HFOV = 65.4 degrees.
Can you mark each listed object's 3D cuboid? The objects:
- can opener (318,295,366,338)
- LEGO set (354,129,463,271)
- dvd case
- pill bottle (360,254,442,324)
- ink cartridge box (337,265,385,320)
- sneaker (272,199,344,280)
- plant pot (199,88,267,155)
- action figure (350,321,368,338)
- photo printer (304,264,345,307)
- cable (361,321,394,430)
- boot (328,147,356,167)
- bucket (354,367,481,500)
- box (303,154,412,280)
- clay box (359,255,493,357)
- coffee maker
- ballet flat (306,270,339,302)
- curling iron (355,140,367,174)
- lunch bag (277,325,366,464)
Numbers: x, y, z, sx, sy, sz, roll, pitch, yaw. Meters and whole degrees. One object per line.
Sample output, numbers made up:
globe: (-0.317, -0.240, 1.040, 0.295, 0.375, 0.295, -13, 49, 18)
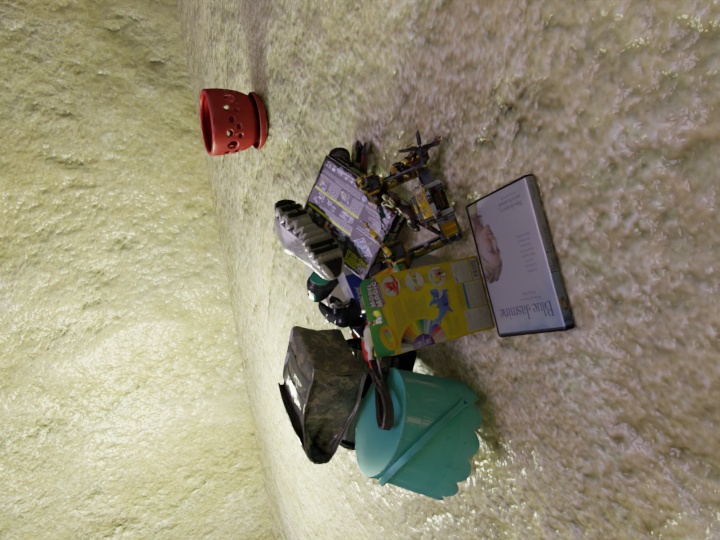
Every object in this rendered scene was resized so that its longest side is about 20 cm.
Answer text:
can opener: (-0.046, 0.083, 1.097, 0.200, 0.063, 0.079, 19, 125, 67)
LEGO set: (0.069, -0.109, 0.860, 0.116, 0.153, 0.201, 49, -152, -63)
dvd case: (0.209, -0.012, 0.760, 0.143, 0.017, 0.201, -25, 77, 66)
pill bottle: (0.071, 0.046, 0.988, 0.200, 0.111, 0.112, 149, 109, -66)
ink cartridge box: (0.000, 0.000, 1.141, 0.201, 0.094, 0.044, 66, 155, 18)
sneaker: (-0.103, -0.047, 1.068, 0.200, 0.075, 0.081, 50, 132, 28)
plant pot: (-0.395, -0.467, 1.749, 0.200, 0.182, 0.202, 168, 90, -68)
action figure: (-0.001, 0.061, 1.203, 0.052, 0.065, 0.201, 54, -160, -42)
photo printer: (-0.087, -0.003, 1.376, 0.200, 0.069, 0.167, -152, 54, -67)
cable: (0.021, 0.170, 0.913, 0.097, 0.050, 0.201, 122, 159, -46)
boot: (-0.048, -0.150, 1.190, 0.132, 0.069, 0.201, -107, 16, -58)
bucket: (0.088, 0.263, 0.924, 0.208, 0.134, 0.207, -90, 26, -43)
box: (-0.018, -0.102, 1.064, 0.200, 0.044, 0.161, 38, 115, 28)
clay box: (0.092, 0.053, 0.829, 0.048, 0.199, 0.116, 155, 103, -67)
coffee maker: (0.041, 0.242, 1.111, 0.134, 0.192, 0.201, 12, 91, 44)
ballet flat: (-0.060, 0.001, 1.204, 0.073, 0.200, 0.073, 13, 127, 18)
curling iron: (0.005, -0.174, 1.158, 0.050, 0.025, 0.201, -97, 5, -57)
lunch bag: (-0.082, 0.226, 1.018, 0.164, 0.117, 0.201, -129, 49, -61)
